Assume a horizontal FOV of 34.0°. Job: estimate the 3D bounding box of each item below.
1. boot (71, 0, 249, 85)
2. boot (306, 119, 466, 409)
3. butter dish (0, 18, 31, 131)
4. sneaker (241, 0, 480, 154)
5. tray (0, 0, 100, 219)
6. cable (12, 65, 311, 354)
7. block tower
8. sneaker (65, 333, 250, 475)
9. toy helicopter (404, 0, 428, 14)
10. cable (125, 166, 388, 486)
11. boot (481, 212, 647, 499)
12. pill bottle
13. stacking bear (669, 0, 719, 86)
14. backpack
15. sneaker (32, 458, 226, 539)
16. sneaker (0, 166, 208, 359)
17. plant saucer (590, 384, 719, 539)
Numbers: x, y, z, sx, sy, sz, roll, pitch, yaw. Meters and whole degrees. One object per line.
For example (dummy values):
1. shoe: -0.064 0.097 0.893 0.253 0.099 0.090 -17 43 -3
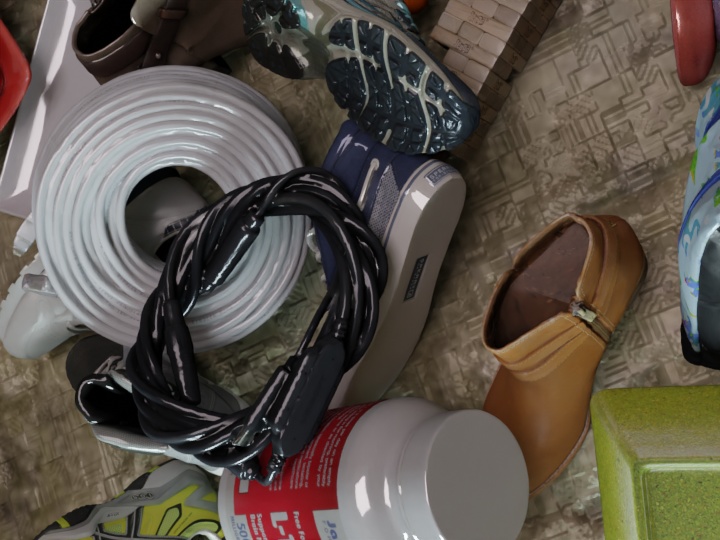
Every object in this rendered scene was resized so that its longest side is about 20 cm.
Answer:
1. boot: -0.114 -0.203 0.844 0.070 0.146 0.201 40 101 23
2. boot: 0.000 0.000 0.801 0.090 0.072 0.202 35 118 28
3. butter dish: -0.399 -0.160 0.957 0.200 0.147 0.201 -46 70 24
4. sneaker: 0.013 -0.149 0.764 0.200 0.086 0.078 38 141 32
5. tray: -0.228 -0.133 0.957 0.106 0.022 0.202 17 92 25
6. cable: -0.130 -0.042 0.826 0.198 0.069 0.202 20 101 -14
7. block tower: 0.076 -0.142 0.805 0.058 0.054 0.201 31 98 22
8. sneaker: -0.173 0.082 0.846 0.199 0.115 0.076 19 89 37
9. toy helicopter: 0.030 -0.231 0.792 0.199 0.078 0.134 11 121 57
10. cable: -0.068 0.026 0.755 0.162 0.051 0.202 22 87 36
11. boot: 0.105 0.054 0.718 0.073 0.154 0.202 26 96 23
12. pill bottle: 0.006 0.140 0.739 0.199 0.111 0.114 -18 77 49
13. stacking bear: 0.286 -0.184 0.690 0.198 0.114 0.123 -1 85 19
14. backpack: 0.244 -0.023 0.639 0.161 0.200 0.156 -1 76 24
15. sneaker: -0.168 0.203 0.810 0.076 0.199 0.076 42 137 19
16. sneaker: -0.196 0.007 0.901 0.200 0.076 0.081 -44 78 13
17. plant saucer: 0.236 0.169 0.681 0.198 0.048 0.202 -5 98 23
